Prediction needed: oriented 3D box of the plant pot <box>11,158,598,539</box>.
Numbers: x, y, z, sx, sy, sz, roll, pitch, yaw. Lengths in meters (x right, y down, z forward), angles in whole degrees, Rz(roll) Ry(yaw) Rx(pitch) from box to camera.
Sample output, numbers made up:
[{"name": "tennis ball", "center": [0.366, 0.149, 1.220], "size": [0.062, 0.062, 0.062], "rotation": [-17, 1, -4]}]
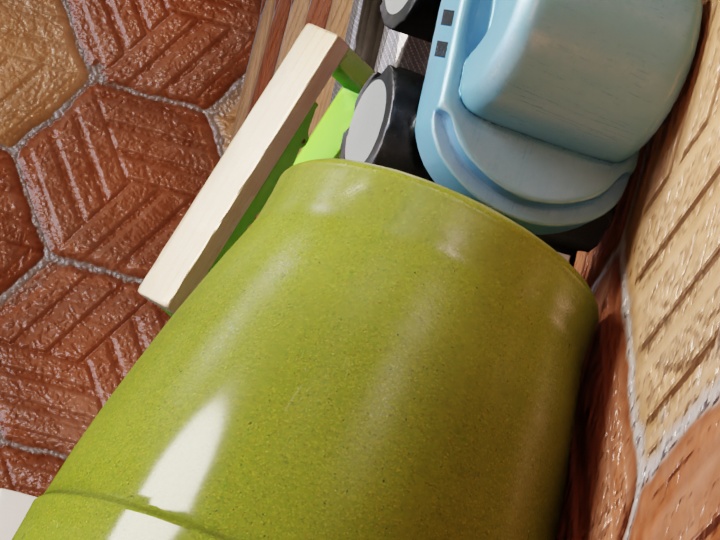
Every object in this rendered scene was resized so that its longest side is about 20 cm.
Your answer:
[{"name": "plant pot", "center": [-0.007, 0.072, 1.007], "size": [0.193, 0.200, 0.200], "rotation": [-65, 3, -17]}]

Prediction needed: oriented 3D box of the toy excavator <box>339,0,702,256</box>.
[{"name": "toy excavator", "center": [0.090, -0.115, 0.997], "size": [0.200, 0.100, 0.195], "rotation": [-23, 51, 64]}]

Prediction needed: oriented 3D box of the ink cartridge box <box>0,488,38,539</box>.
[{"name": "ink cartridge box", "center": [-0.086, 0.194, 1.242], "size": [0.146, 0.199, 0.084], "rotation": [-84, 11, -54]}]

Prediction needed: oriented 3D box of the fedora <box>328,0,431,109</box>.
[{"name": "fedora", "center": [0.039, -0.087, 1.279], "size": [0.177, 0.090, 0.201], "rotation": [132, 151, -76]}]

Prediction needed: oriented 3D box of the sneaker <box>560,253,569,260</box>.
[{"name": "sneaker", "center": [0.025, -0.006, 1.135], "size": [0.073, 0.114, 0.201], "rotation": [116, 168, -66]}]

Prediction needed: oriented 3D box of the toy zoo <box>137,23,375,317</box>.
[{"name": "toy zoo", "center": [0.000, 0.000, 1.186], "size": [0.131, 0.020, 0.200], "rotation": [-57, -40, -8]}]
